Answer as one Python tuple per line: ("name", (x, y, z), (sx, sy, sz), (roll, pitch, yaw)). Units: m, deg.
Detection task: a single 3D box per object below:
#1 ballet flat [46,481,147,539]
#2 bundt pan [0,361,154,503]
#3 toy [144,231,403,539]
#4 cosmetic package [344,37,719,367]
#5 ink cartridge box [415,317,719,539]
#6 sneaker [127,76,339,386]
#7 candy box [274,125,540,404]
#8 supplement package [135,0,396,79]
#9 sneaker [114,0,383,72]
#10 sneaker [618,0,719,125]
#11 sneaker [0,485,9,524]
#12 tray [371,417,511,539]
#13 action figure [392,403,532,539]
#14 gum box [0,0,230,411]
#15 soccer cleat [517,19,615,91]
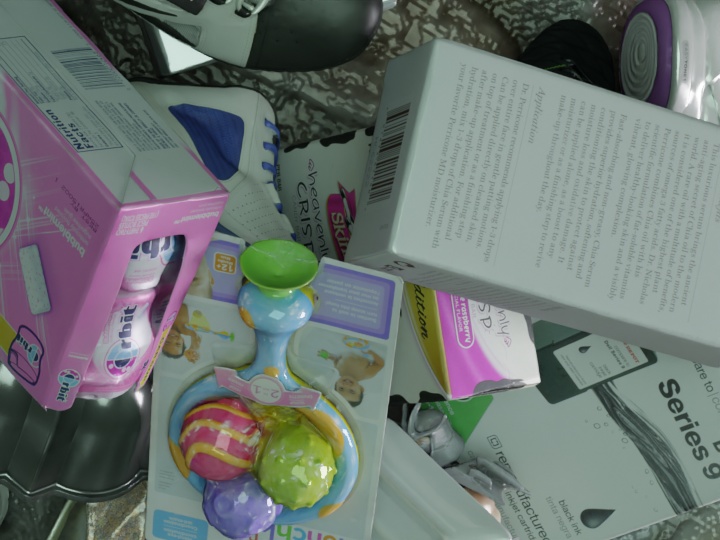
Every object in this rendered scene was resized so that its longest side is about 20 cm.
("ballet flat", (-0.147, 0.188, 1.256), (0.067, 0.068, 0.202), (10, 84, -1))
("bundt pan", (-0.151, 0.012, 1.175), (0.200, 0.076, 0.203), (14, 48, -15))
("toy", (-0.049, 0.078, 1.093), (0.114, 0.047, 0.201), (13, 125, 9))
("cosmetic package", (0.103, -0.028, 1.072), (0.199, 0.071, 0.102), (16, 81, -16))
("ink cartridge box", (0.138, 0.052, 1.219), (0.199, 0.084, 0.147), (-25, 98, 31))
("sneaker", (-0.063, -0.033, 1.147), (0.199, 0.081, 0.115), (41, 45, 9))
("candy box", (0.000, 0.000, 1.181), (0.061, 0.199, 0.138), (-8, 89, -35))
("supplement package", (-0.063, -0.168, 1.167), (0.116, 0.200, 0.118), (-18, 96, -6))
("sneaker", (-0.083, -0.141, 1.023), (0.199, 0.089, 0.075), (22, 92, -6))
("sneaker", (0.190, -0.051, 1.272), (0.099, 0.075, 0.202), (-4, 105, -27))
("sneaker", (-0.259, 0.183, 1.226), (0.074, 0.087, 0.201), (32, 91, -10))
("tray", (-0.017, 0.181, 1.179), (0.107, 0.022, 0.201), (42, 101, 35))
("action figure", (0.029, 0.159, 1.229), (0.069, 0.130, 0.202), (-14, 117, -36))
("gum box", (-0.151, -0.042, 1.065), (0.066, 0.200, 0.114), (-11, 137, -43))
("soccer cleat", (0.106, -0.067, 1.214), (0.067, 0.081, 0.201), (39, 46, -15))
